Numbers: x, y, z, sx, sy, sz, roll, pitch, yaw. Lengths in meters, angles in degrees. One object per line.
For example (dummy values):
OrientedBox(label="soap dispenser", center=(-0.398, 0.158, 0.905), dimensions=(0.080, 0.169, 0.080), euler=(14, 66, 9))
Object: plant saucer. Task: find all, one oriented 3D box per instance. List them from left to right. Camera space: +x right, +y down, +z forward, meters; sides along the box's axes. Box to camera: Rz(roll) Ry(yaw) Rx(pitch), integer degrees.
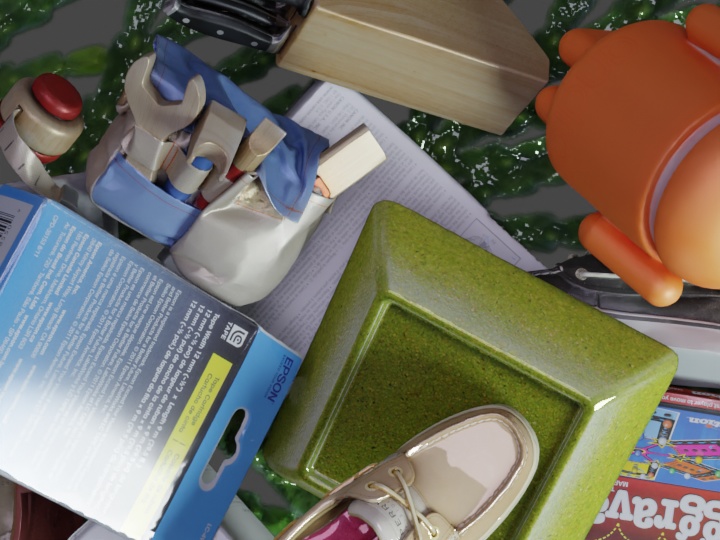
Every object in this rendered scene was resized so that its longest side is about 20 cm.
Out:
OrientedBox(label="plant saucer", center=(0.053, 0.090, 1.280), dimensions=(0.200, 0.048, 0.200), euler=(28, 116, 8))

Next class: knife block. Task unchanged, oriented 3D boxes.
OrientedBox(label="knife block", center=(-0.010, -0.146, 1.296), dimensions=(0.176, 0.064, 0.200), euler=(-31, 79, -36))

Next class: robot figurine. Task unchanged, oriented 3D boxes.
OrientedBox(label="robot figurine", center=(0.184, -0.065, 1.243), dimensions=(0.144, 0.117, 0.200), euler=(-42, 49, -3))

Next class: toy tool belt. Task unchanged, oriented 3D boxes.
OrientedBox(label="toy tool belt", center=(-0.094, -0.080, 1.245), dimensions=(0.200, 0.125, 0.123), euler=(31, 119, -21))

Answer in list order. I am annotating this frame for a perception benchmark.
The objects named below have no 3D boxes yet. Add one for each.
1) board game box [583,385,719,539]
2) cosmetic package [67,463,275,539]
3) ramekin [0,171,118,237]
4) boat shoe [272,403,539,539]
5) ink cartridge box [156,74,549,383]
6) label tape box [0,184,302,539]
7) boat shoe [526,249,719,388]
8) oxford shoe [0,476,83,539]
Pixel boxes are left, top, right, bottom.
OrientedBox(label="board game box", center=(0.162, 0.117, 1.308), dimensions=(0.200, 0.019, 0.103), euler=(8, 103, 11))
OrientedBox(label="cosmetic package", center=(-0.069, 0.209, 1.309), dimensions=(0.081, 0.113, 0.200), euler=(-43, 78, 4))
OrientedBox(label="ramekin", center=(-0.236, 0.001, 1.313), dimensions=(0.200, 0.200, 0.098), euler=(-9, 93, 9))
OrientedBox(label="boat shoe", center=(0.014, 0.145, 1.213), dimensions=(0.200, 0.069, 0.074), euler=(-38, 81, 2))
OrientedBox(label="ink cartridge box", center=(0.000, 0.000, 1.353), dimensions=(0.200, 0.057, 0.163), euler=(42, 94, -10))
OrientedBox(label="label tape box", center=(-0.147, 0.062, 1.230), dimensions=(0.066, 0.200, 0.143), euler=(16, 76, 53))
OrientedBox(label="boat shoe", center=(0.142, 0.024, 1.308), dimensions=(0.200, 0.071, 0.064), euler=(9, 65, 8))
OrientedBox(label="oxford shoe", center=(-0.216, 0.167, 1.371), dimensions=(0.075, 0.070, 0.200), euler=(14, 93, 41))
